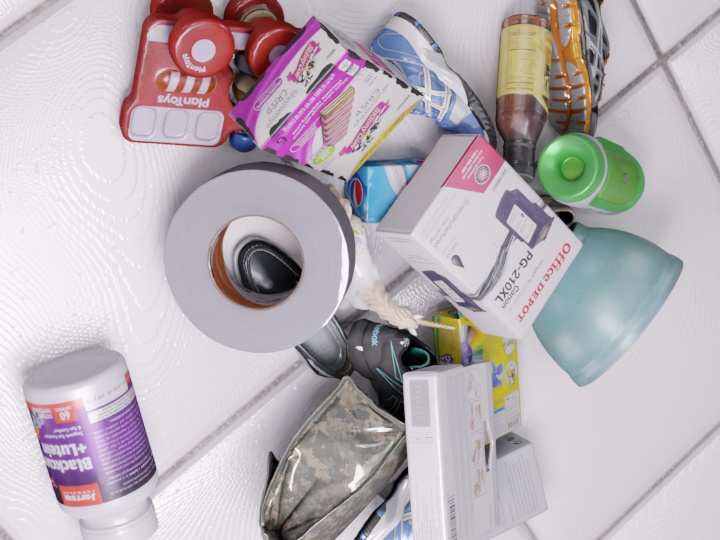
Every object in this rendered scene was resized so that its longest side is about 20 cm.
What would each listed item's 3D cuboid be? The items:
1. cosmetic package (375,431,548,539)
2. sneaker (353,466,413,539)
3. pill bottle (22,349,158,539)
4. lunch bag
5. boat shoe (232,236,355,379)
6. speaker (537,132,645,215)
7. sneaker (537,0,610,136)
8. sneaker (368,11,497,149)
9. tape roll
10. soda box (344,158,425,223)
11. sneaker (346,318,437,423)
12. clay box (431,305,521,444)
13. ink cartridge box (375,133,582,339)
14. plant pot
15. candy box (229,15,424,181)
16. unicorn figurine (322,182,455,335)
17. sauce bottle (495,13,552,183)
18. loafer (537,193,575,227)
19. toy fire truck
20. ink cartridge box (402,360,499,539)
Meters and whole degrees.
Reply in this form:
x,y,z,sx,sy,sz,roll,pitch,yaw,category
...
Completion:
x,y,z,sx,sy,sz,roll,pitch,yaw,category
0.127,0.288,1.609,0.200,0.071,0.102,-22,109,-21,cosmetic package
0.073,0.270,1.498,0.077,0.076,0.200,38,76,4,sneaker
-0.280,0.195,1.368,0.111,0.111,0.200,-20,108,-22,pill bottle
-0.043,0.236,1.453,0.118,0.164,0.200,38,79,12,lunch bag
-0.070,0.044,1.471,0.076,0.060,0.200,-46,116,-11,boat shoe
0.282,-0.115,1.549,0.200,0.088,0.089,5,100,-62,speaker
0.273,-0.252,1.575,0.077,0.078,0.200,-15,108,-33,sneaker
0.082,-0.203,1.494,0.077,0.076,0.200,-42,102,-4,sneaker
-0.107,-0.015,1.385,0.200,0.066,0.200,2,103,7,tape roll
0.083,-0.097,1.517,0.200,0.064,0.068,-5,102,-26,soda box
0.055,0.131,1.511,0.200,0.079,0.075,55,41,-44,sneaker
0.144,0.111,1.577,0.115,0.048,0.200,-19,108,-46,clay box
0.139,-0.037,1.465,0.200,0.084,0.145,42,74,-26,ink cartridge box
0.280,0.025,1.581,0.134,0.200,0.200,38,82,-1,plant pot
-0.031,-0.177,1.365,0.136,0.061,0.200,-47,158,14,candy box
0.000,0.000,1.453,0.074,0.137,0.200,-40,115,-15,unicorn figurine
0.191,-0.201,1.517,0.066,0.066,0.200,11,77,-27,sauce bottle
0.174,-0.036,1.573,0.200,0.063,0.072,-30,111,-18,loafer
-0.149,-0.207,1.370,0.200,0.112,0.168,2,123,-26,toy fire truck
0.104,0.206,1.441,0.176,0.045,0.200,-2,89,-66,ink cartridge box
